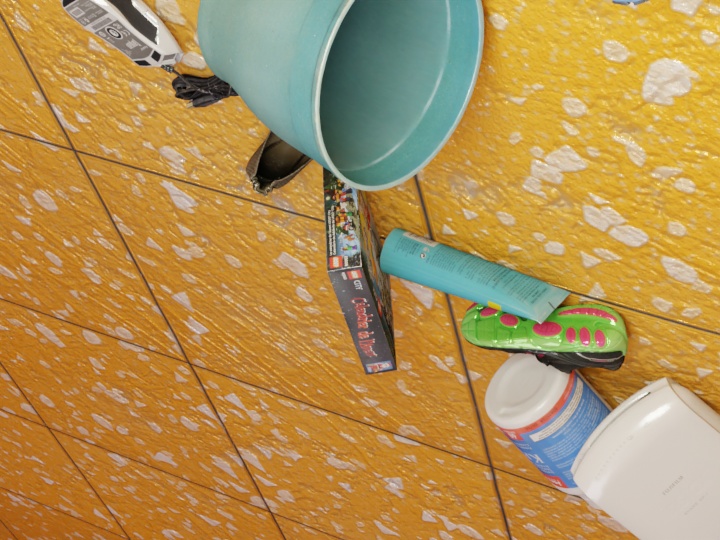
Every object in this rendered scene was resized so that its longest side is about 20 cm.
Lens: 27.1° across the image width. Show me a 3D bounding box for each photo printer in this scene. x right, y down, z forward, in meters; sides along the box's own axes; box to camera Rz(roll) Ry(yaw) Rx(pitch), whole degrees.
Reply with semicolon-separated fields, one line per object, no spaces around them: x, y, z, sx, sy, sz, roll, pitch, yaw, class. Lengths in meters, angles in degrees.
0.342;0.221;1.635;0.199;0.070;0.167;39;107;-17;photo printer

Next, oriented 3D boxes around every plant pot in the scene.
-0.029;-0.194;1.250;0.187;0.200;0.201;28;158;37;plant pot

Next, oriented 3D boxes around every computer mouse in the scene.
-0.211;-0.236;1.500;0.199;0.044;0.109;37;157;-27;computer mouse

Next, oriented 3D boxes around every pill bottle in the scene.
0.240;0.186;1.709;0.112;0.113;0.200;-6;136;48;pill bottle

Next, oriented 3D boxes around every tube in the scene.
0.117;0.007;1.580;0.198;0.077;0.051;19;128;24;tube

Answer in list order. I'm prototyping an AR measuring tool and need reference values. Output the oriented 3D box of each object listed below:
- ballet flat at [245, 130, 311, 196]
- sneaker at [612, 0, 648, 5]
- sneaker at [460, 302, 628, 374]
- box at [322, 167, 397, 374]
-0.078;-0.126;1.552;0.067;0.047;0.200;33;153;-10;ballet flat
0.217;-0.259;1.029;0.078;0.076;0.200;40;144;-4;sneaker
0.194;0.076;1.605;0.198;0.077;0.084;10;144;35;sneaker
0.000;0.000;1.595;0.037;0.138;0.201;-8;143;8;box
